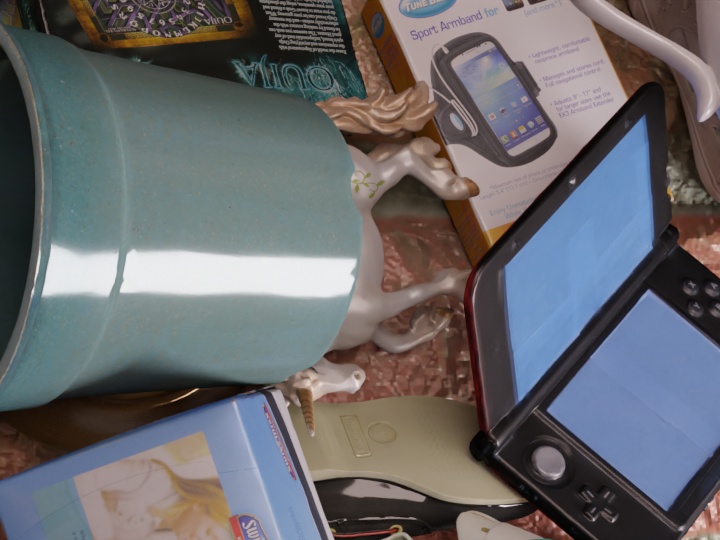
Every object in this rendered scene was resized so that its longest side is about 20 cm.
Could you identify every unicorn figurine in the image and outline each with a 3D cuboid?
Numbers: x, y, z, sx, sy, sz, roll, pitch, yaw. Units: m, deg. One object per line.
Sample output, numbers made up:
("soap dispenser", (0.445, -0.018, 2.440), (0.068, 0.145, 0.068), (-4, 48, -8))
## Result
("unicorn figurine", (0.000, 0.000, 1.432), (0.137, 0.074, 0.200), (-3, 71, -28))

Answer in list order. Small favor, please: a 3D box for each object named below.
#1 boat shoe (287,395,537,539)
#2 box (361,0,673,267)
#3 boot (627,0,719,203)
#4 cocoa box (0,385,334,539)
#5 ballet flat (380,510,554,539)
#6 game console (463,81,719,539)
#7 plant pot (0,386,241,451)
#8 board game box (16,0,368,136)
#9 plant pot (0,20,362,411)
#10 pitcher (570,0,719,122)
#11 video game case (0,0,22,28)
("boat shoe", (0.008, 0.111, 1.416), (0.201, 0.063, 0.074), (3, 40, -15))
("box", (0.085, -0.106, 1.522), (0.119, 0.041, 0.200), (-18, 74, -20))
("boot", (0.216, -0.139, 1.535), (0.073, 0.096, 0.200), (-15, 75, -19))
("cocoa box", (-0.076, 0.172, 1.291), (0.133, 0.131, 0.200), (-20, 87, 7))
("ballet flat", (0.043, 0.163, 1.371), (0.200, 0.067, 0.070), (-18, 67, 10))
("game console", (0.153, 0.031, 1.410), (0.172, 0.119, 0.200), (40, 54, 6))
("plant pot", (-0.134, -0.002, 1.404), (0.200, 0.027, 0.200), (8, 73, -26))
("board game box", (-0.095, -0.141, 1.442), (0.200, 0.028, 0.135), (1, 64, -36))
("plant pot", (-0.118, -0.022, 1.294), (0.196, 0.200, 0.200), (3, 69, -35))
("pitcher", (0.212, -0.129, 1.425), (0.171, 0.121, 0.200), (-22, 73, -9))
("video game case", (-0.164, -0.106, 1.467), (0.182, 0.023, 0.200), (25, 67, -4))
